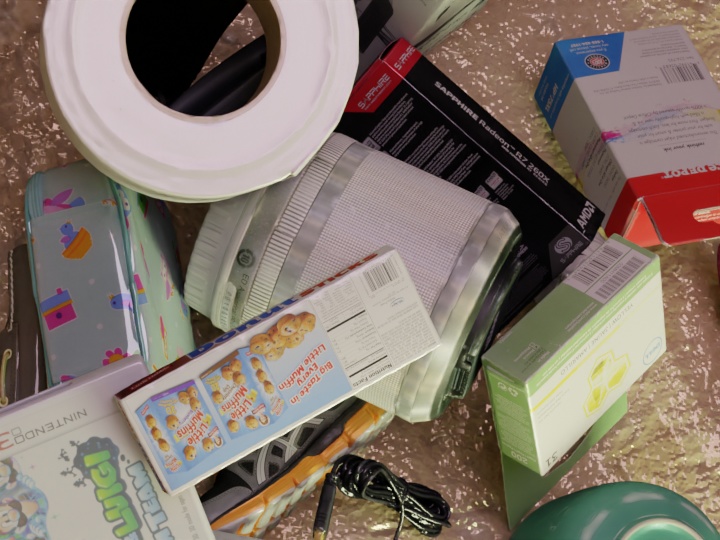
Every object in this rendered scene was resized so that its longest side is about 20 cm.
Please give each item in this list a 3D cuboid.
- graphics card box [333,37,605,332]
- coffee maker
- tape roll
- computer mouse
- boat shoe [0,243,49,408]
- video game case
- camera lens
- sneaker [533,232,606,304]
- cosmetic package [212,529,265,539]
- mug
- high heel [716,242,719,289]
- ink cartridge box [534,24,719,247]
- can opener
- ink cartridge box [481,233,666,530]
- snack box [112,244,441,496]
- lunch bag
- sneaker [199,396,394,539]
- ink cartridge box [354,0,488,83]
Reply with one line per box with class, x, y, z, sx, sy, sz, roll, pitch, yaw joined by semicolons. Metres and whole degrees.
graphics card box;0.061;-0.057;1.649;0.200;0.125;0.051;41;33;-3
coffee maker;-0.133;-0.198;1.604;0.135;0.200;0.192;-16;80;-22
tape roll;-0.103;-0.143;1.465;0.202;0.071;0.203;0;89;-11
computer mouse;0.012;0.225;1.573;0.140;0.046;0.200;38;59;-43
boat shoe;-0.225;0.075;1.557;0.060;0.072;0.202;-10;72;4
video game case;-0.187;0.177;1.452;0.182;0.024;0.200;-22;104;-8
camera lens;0.000;0.000;1.569;0.200;0.160;0.160;24;66;7
sneaker;0.131;-0.019;1.722;0.200;0.075;0.081;37;32;5
cosmetic package;-0.159;0.237;1.509;0.200;0.052;0.151;12;95;-15
mug;0.203;0.229;1.634;0.185;0.114;0.152;11;72;-19
high heel;0.296;0.073;1.742;0.096;0.067;0.200;-19;84;-34
ink cartridge box;0.226;-0.087;1.736;0.116;0.067;0.200;-9;56;-22
can opener;-0.072;-0.139;1.589;0.200;0.063;0.079;-41;124;-33
ink cartridge box;0.156;0.090;1.624;0.048;0.200;0.146;30;59;34
snack box;-0.051;0.062;1.445;0.200;0.024;0.072;-29;104;-12
lunch bag;-0.163;0.032;1.550;0.077;0.160;0.200;-12;78;8
sneaker;-0.059;0.125;1.605;0.077;0.078;0.200;46;59;9
ink cartridge box;0.054;-0.227;1.671;0.084;0.200;0.144;48;58;2
